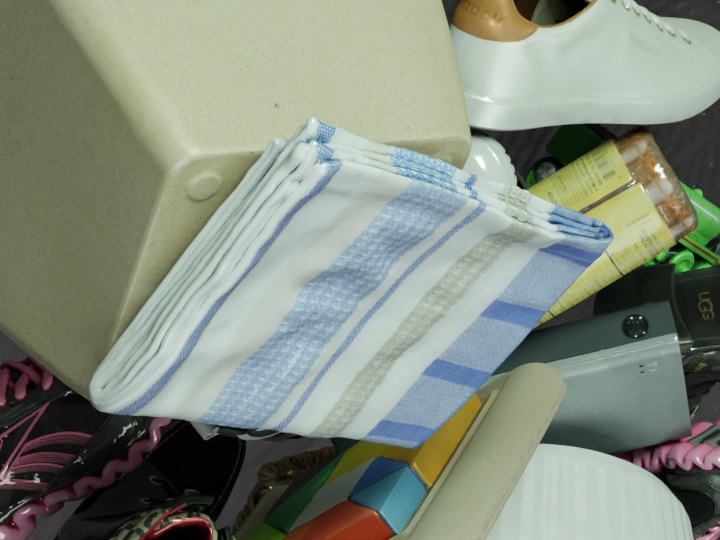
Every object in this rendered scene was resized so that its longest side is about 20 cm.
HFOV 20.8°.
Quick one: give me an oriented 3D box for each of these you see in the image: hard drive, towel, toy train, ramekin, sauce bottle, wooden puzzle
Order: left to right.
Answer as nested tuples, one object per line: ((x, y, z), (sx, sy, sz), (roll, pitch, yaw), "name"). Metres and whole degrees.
((-0.004, 0.121, 0.998), (0.200, 0.037, 0.185), (-27, -168, 31), "wooden puzzle")
((0.002, 0.016, 0.780), (0.200, 0.024, 0.147), (14, 124, -48), "towel")
((0.077, 0.000, 1.027), (0.200, 0.066, 0.066), (-29, 146, 11), "sauce bottle")
((0.085, 0.079, 1.120), (0.199, 0.033, 0.140), (-13, 152, 6), "hard drive")
((0.104, 0.178, 1.137), (0.202, 0.095, 0.203), (4, 147, 3), "ramekin")
((0.163, -0.037, 1.140), (0.056, 0.042, 0.200), (-53, 142, 9), "toy train")

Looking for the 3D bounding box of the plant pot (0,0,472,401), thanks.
((-0.069, -0.057, 0.812), (0.199, 0.177, 0.200), (-6, 138, -33), "plant pot")

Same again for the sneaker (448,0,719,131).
((0.124, -0.121, 0.978), (0.200, 0.073, 0.085), (-11, 123, -41), "sneaker")

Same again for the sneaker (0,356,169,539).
((-0.175, 0.076, 0.979), (0.200, 0.079, 0.095), (-40, 123, 2), "sneaker")

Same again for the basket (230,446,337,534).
((0.018, 0.203, 1.222), (0.199, 0.143, 0.149), (-2, 136, -37), "basket")

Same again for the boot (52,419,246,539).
((-0.098, 0.134, 1.004), (0.204, 0.074, 0.154), (-47, -167, -35), "boot")

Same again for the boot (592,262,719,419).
((0.212, 0.054, 1.214), (0.199, 0.069, 0.174), (2, 154, -2), "boot")

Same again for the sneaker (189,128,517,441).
((-0.013, 0.015, 0.942), (0.199, 0.080, 0.130), (-40, 172, 23), "sneaker")

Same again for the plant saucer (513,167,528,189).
((0.000, 0.000, 1.061), (0.200, 0.032, 0.201), (-20, 143, -17), "plant saucer")

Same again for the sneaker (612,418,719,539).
((0.201, 0.144, 1.197), (0.079, 0.096, 0.200), (-18, -178, -38), "sneaker")
